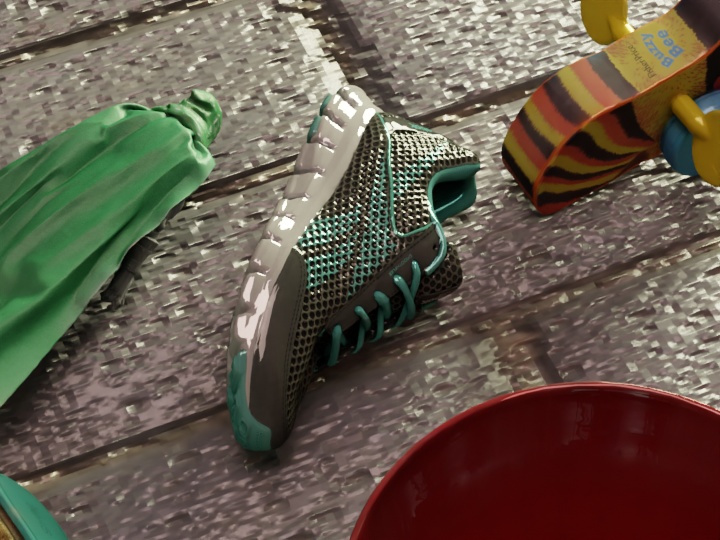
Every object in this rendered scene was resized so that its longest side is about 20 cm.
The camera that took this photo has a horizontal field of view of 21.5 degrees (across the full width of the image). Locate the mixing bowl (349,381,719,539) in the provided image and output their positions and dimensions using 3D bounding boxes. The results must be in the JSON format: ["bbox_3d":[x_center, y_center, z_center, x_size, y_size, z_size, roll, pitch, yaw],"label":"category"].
[{"bbox_3d":[0.089,0.155,0.728,0.199,0.109,0.201,0,53,-1],"label":"mixing bowl"}]

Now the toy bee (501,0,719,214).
[{"bbox_3d":[0.159,-0.110,0.926,0.131,0.109,0.200,34,60,25],"label":"toy bee"}]

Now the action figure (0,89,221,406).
[{"bbox_3d":[-0.137,-0.020,0.892,0.118,0.055,0.200,36,65,26],"label":"action figure"}]

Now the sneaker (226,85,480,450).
[{"bbox_3d":[0.000,0.000,0.868,0.091,0.078,0.200,17,57,8],"label":"sneaker"}]

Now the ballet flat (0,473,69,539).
[{"bbox_3d":[-0.121,0.144,0.729,0.071,0.071,0.200,-28,29,-19],"label":"ballet flat"}]
